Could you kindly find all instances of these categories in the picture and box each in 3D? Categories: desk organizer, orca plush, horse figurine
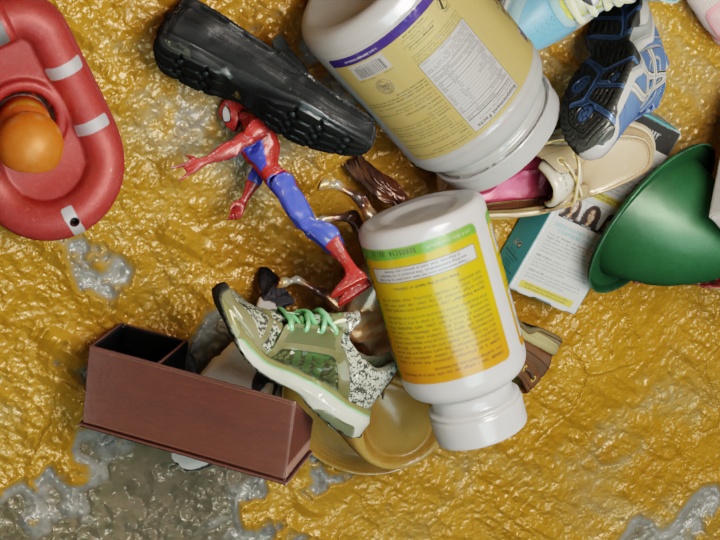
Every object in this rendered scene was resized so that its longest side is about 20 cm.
[{"bbox_3d":[-0.140,0.114,1.328,0.198,0.072,0.078,14,110,13],"label":"desk organizer"},{"bbox_3d":[-0.109,0.093,1.405,0.104,0.071,0.202,20,101,22],"label":"orca plush"},{"bbox_3d":[0.000,0.000,1.340,0.131,0.050,0.202,20,85,-17],"label":"horse figurine"}]

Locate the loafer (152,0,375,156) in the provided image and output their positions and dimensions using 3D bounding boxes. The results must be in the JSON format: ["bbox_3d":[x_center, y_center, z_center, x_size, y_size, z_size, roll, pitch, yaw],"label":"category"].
[{"bbox_3d":[-0.072,-0.161,1.249,0.199,0.068,0.071,27,66,-6],"label":"loafer"}]

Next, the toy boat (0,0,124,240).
[{"bbox_3d":[-0.263,-0.111,1.199,0.129,0.131,0.201,-26,120,-4],"label":"toy boat"}]

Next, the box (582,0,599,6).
[{"bbox_3d":[0.121,-0.299,1.182,0.199,0.148,0.105,28,105,0],"label":"box"}]

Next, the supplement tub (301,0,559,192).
[{"bbox_3d":[0.062,-0.175,1.265,0.145,0.146,0.200,-42,120,5],"label":"supplement tub"}]

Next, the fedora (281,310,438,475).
[{"bbox_3d":[0.023,0.123,1.433,0.198,0.082,0.203,-7,116,-15],"label":"fedora"}]

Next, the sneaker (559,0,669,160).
[{"bbox_3d":[0.228,-0.157,1.305,0.075,0.201,0.077,-20,120,40],"label":"sneaker"}]

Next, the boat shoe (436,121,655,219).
[{"bbox_3d":[0.167,-0.081,1.340,0.198,0.069,0.074,-13,114,5],"label":"boat shoe"}]

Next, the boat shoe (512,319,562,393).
[{"bbox_3d":[0.114,0.068,1.412,0.199,0.072,0.068,23,87,-46],"label":"boat shoe"}]

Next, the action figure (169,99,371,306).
[{"bbox_3d":[-0.083,-0.051,1.280,0.098,0.065,0.201,-30,78,-1],"label":"action figure"}]

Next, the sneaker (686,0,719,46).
[{"bbox_3d":[0.363,-0.299,1.342,0.104,0.076,0.200,34,105,-34],"label":"sneaker"}]

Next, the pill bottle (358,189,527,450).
[{"bbox_3d":[0.076,0.043,1.281,0.110,0.111,0.202,-19,104,-8],"label":"pill bottle"}]

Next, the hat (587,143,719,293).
[{"bbox_3d":[0.336,-0.003,1.390,0.199,0.176,0.166,-34,151,-27],"label":"hat"}]

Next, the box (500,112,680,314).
[{"bbox_3d":[0.209,-0.065,1.422,0.082,0.049,0.201,21,107,-25],"label":"box"}]

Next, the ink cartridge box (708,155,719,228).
[{"bbox_3d":[0.400,-0.093,1.384,0.083,0.201,0.145,-17,133,42],"label":"ink cartridge box"}]

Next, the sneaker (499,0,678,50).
[{"bbox_3d":[0.209,-0.245,1.287,0.200,0.131,0.080,-42,122,5],"label":"sneaker"}]

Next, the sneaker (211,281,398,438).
[{"bbox_3d":[-0.043,0.055,1.279,0.089,0.077,0.200,-47,124,5],"label":"sneaker"}]
